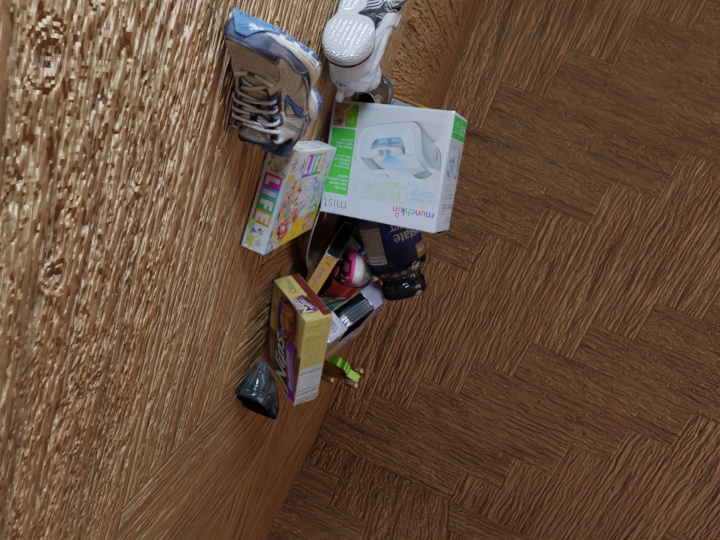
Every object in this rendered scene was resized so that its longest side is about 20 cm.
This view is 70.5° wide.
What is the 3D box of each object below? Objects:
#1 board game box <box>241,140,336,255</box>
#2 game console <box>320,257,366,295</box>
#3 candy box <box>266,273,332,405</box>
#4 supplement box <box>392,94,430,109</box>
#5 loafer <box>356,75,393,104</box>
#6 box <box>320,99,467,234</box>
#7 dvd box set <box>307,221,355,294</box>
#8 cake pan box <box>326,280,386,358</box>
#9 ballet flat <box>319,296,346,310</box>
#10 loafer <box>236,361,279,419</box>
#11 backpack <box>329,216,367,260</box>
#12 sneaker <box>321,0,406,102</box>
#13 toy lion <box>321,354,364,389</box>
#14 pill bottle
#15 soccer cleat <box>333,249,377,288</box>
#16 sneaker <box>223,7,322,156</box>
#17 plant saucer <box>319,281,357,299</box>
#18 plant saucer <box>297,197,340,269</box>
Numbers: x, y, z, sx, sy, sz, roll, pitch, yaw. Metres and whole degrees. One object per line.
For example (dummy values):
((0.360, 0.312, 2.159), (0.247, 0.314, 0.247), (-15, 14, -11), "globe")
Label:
((-0.093, -0.110, 0.714), (0.200, 0.034, 0.136), (-50, 161, -70), "board game box")
((-0.063, -0.001, 1.452), (0.172, 0.118, 0.202), (33, 77, -52), "game console")
((-0.112, 0.122, 0.893), (0.056, 0.117, 0.202), (-13, 132, -34), "candy box")
((0.080, -0.299, 1.210), (0.201, 0.109, 0.086), (104, 11, -53), "supplement box")
((0.001, -0.253, 0.933), (0.071, 0.072, 0.202), (-45, 154, -47), "loafer")
((0.051, -0.164, 0.808), (0.096, 0.198, 0.179), (-16, 117, -65), "box")
((-0.083, 0.012, 1.020), (0.201, 0.029, 0.147), (-57, -176, 30), "dvd box set")
((-0.046, 0.119, 1.015), (0.184, 0.052, 0.200), (-35, 168, -41), "cake pan box")
((-0.106, 0.102, 1.111), (0.200, 0.071, 0.070), (-39, 146, -46), "ballet flat")
((-0.185, 0.237, 0.987), (0.201, 0.072, 0.073), (102, 7, -64), "loafer")
((0.029, -0.099, 1.118), (0.199, 0.147, 0.183), (-36, -172, 36), "backpack")
((0.011, -0.327, 0.695), (0.201, 0.074, 0.115), (-60, 173, -19), "sneaker")
((-0.097, 0.290, 1.573), (0.199, 0.191, 0.069), (-4, -126, 51), "toy lion")
((0.060, -0.053, 0.950), (0.112, 0.110, 0.203), (-52, 128, -68), "pill bottle")
((0.000, 0.000, 1.013), (0.200, 0.085, 0.071), (167, -68, -81), "soccer cleat")
((-0.082, -0.157, 0.474), (0.086, 0.076, 0.200), (-63, 173, -3), "sneaker")
((-0.056, 0.061, 1.254), (0.199, 0.037, 0.200), (-43, 174, 4), "plant saucer")
((-0.071, -0.102, 0.936), (0.200, 0.036, 0.203), (22, 89, -84), "plant saucer")
